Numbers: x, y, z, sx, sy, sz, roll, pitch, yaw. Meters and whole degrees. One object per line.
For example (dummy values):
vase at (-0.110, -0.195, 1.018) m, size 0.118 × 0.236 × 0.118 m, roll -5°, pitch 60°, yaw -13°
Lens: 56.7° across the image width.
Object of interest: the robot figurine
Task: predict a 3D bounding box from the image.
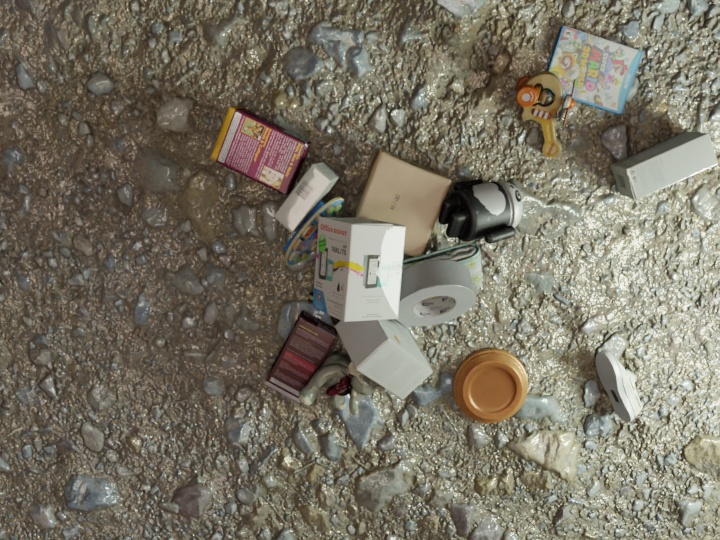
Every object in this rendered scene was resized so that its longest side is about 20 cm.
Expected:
robot figurine at (0.281, -0.139, 1.543) m, size 0.196 × 0.124 × 0.154 m, roll -13°, pitch 93°, yaw -20°

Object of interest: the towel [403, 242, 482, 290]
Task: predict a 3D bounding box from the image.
towel at (0.191, 0.010, 1.591) m, size 0.195 × 0.172 × 0.049 m, roll -12°, pitch 61°, yaw 5°

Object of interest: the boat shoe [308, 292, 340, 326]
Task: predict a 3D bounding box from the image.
boat shoe at (-0.043, 0.114, 1.655) m, size 0.197 × 0.072 × 0.067 m, roll 20°, pitch 98°, yaw -9°

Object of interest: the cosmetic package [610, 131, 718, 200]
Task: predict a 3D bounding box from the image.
cosmetic package at (0.696, -0.244, 1.538) m, size 0.196 × 0.113 × 0.083 m, roll -22°, pitch 102°, yaw 8°

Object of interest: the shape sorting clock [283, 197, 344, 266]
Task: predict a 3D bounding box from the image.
shape sorting clock at (-0.103, -0.087, 1.544) m, size 0.039 × 0.200 × 0.201 m, roll 41°, pitch 101°, yaw 14°

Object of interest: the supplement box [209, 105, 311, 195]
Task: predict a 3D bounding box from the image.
supplement box at (-0.229, -0.280, 1.546) m, size 0.197 × 0.103 × 0.133 m, roll 26°, pitch 103°, yaw -4°

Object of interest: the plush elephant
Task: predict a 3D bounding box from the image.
plush elephant at (-0.023, 0.279, 1.642) m, size 0.164 × 0.154 × 0.203 m, roll 30°, pitch 88°, yaw -47°

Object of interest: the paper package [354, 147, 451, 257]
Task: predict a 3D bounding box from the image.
paper package at (0.093, -0.159, 1.571) m, size 0.187 × 0.104 × 0.204 m, roll 21°, pitch 102°, yaw -4°

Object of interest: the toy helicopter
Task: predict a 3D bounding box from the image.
toy helicopter at (0.436, -0.357, 1.530) m, size 0.129 × 0.079 × 0.203 m, roll -8°, pitch 120°, yaw 20°

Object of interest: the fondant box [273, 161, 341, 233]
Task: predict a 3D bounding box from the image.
fondant box at (-0.116, -0.171, 1.520) m, size 0.058 × 0.200 × 0.145 m, roll 39°, pitch 101°, yaw -2°

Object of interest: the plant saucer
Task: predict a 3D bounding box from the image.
plant saucer at (0.336, 0.302, 1.713) m, size 0.195 × 0.038 × 0.205 m, roll 0°, pitch 104°, yaw 1°

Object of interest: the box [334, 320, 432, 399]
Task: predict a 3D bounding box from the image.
box at (0.056, 0.187, 1.590) m, size 0.106 × 0.153 × 0.199 m, roll -42°, pitch 132°, yaw 11°

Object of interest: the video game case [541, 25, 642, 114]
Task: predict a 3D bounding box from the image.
video game case at (0.531, -0.460, 1.535) m, size 0.195 × 0.018 × 0.146 m, roll 16°, pitch 103°, yaw -3°

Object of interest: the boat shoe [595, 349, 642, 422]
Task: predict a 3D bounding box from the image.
boat shoe at (0.663, 0.282, 1.695) m, size 0.069 × 0.071 × 0.203 m, roll -29°, pitch 99°, yaw -20°

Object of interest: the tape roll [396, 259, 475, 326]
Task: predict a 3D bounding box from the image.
tape roll at (0.165, 0.056, 1.548) m, size 0.195 × 0.201 × 0.067 m, roll -12°, pitch 61°, yaw 3°

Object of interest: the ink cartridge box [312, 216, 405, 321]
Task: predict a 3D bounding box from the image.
ink cartridge box at (-0.005, -0.008, 1.447) m, size 0.143 × 0.146 × 0.205 m, roll -1°, pitch 99°, yaw -33°

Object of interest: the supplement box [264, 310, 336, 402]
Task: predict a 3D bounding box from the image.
supplement box at (-0.150, 0.218, 1.687) m, size 0.107 × 0.061 × 0.203 m, roll 28°, pitch 103°, yaw -7°
